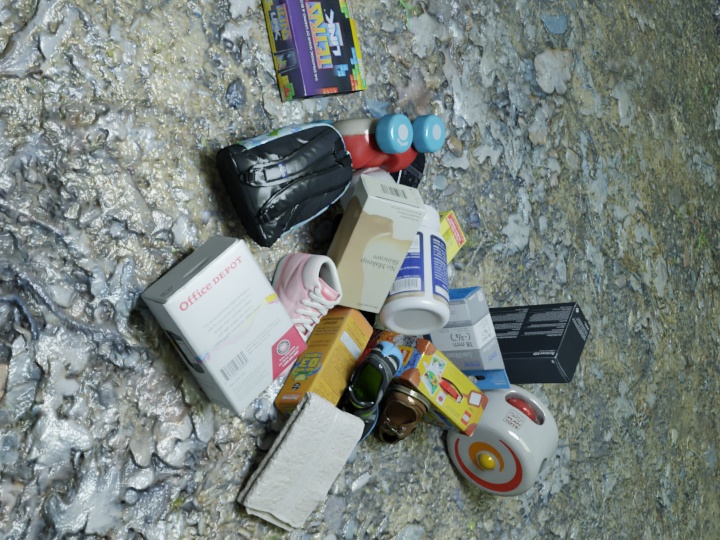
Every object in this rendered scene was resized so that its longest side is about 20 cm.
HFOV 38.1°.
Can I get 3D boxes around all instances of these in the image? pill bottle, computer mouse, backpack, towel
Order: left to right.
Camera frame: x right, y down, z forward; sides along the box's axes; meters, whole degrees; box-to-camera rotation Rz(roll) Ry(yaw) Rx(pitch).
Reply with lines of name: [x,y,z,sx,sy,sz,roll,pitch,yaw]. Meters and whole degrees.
backpack: [-0.106,-0.146,1.567,0.199,0.154,0.164,-29,106,-20]
towel: [-0.086,0.287,1.548,0.132,0.034,0.201,36,84,-43]
computer mouse: [0.045,-0.140,1.819,0.140,0.046,0.201,20,81,-52]
pill bottle: [0.088,-0.004,1.727,0.116,0.115,0.201,34,47,-43]

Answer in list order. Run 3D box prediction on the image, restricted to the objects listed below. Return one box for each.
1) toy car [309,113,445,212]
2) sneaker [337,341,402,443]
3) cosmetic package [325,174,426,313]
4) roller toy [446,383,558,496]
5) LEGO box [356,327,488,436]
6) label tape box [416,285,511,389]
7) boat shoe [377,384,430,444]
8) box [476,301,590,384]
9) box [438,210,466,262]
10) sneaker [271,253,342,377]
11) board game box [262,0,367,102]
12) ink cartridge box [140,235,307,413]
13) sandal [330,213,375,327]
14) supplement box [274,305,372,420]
toy car: [0.025,-0.147,1.692,0.176,0.183,0.202,-9,99,-51]
sneaker: [-0.001,0.198,1.635,0.083,0.071,0.200,-30,151,-54]
cosmetic package: [0.015,-0.039,1.629,0.104,0.201,0.071,12,31,-19]
roller toy: [0.256,0.311,1.903,0.140,0.182,0.201,-43,118,-43]
LEGO box: [0.097,0.186,1.742,0.200,0.148,0.077,44,67,-39]
label tape box: [0.169,0.135,1.851,0.063,0.144,0.201,-33,110,-47]
boat shoe: [0.066,0.242,1.700,0.068,0.072,0.200,-62,170,-19]
box: [0.320,0.141,1.990,0.079,0.199,0.141,56,47,-29]
box: [0.118,-0.025,1.884,0.200,0.050,0.076,-48,120,-43]
sneaker: [-0.090,0.064,1.578,0.075,0.104,0.202,34,61,-45]
board game box: [-0.074,-0.383,1.694,0.165,0.056,0.202,-19,100,-51]
ink cartridge box: [-0.186,0.073,1.448,0.147,0.085,0.201,-42,117,-25]
sandal: [0.001,0.000,1.739,0.075,0.048,0.202,-23,104,-49]
supplement box: [-0.056,0.150,1.637,0.069,0.066,0.201,52,48,-33]
